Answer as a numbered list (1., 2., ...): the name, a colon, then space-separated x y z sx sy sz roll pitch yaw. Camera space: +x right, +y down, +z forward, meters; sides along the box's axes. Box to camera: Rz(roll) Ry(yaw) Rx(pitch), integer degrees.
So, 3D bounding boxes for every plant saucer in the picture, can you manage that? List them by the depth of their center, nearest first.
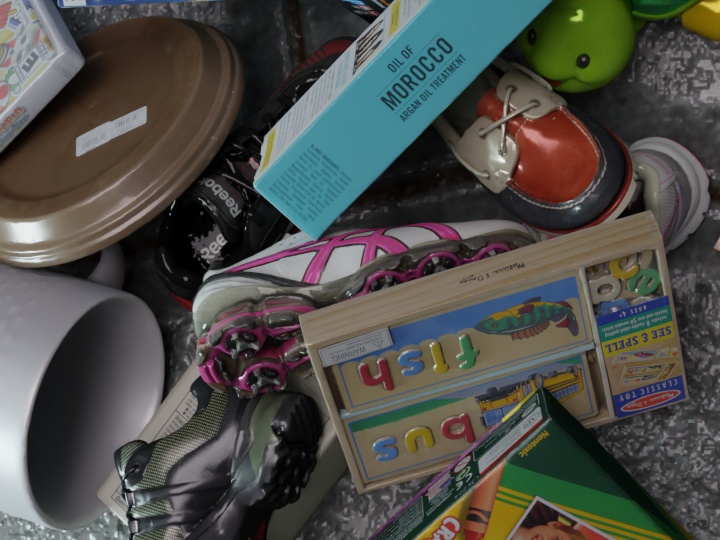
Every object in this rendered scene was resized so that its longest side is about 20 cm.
1. plant saucer: -0.162 -0.087 1.213 0.199 0.030 0.201 -20 41 18

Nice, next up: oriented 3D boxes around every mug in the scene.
1. mug: -0.222 0.043 1.232 0.174 0.148 0.201 14 64 25

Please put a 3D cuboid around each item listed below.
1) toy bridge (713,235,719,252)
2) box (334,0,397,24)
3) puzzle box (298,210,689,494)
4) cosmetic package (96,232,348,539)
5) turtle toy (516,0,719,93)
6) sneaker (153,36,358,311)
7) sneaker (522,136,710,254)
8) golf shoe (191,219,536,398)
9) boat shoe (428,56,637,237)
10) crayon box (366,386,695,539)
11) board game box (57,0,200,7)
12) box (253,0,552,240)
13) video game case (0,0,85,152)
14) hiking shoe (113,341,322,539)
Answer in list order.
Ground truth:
1. toy bridge: 0.254 -0.097 1.128 0.067 0.027 0.201 30 95 21
2. box: 0.013 -0.231 1.135 0.046 0.200 0.160 6 86 21
3. puzzle box: 0.076 0.049 1.089 0.199 0.133 0.026 -17 44 2
4. cosmetic package: -0.055 0.089 1.194 0.103 0.073 0.200 41 98 18
5. turtle toy: 0.157 -0.192 1.132 0.145 0.101 0.201 27 94 20
6. sneaker: -0.057 -0.057 1.195 0.071 0.098 0.201 40 98 14
7. sneaker: 0.114 0.002 1.134 0.081 0.088 0.200 38 98 19
8. golf shoe: 0.000 0.000 1.106 0.199 0.073 0.092 -14 44 5
9. boat shoe: 0.082 -0.083 1.117 0.071 0.063 0.200 -47 38 3
10. crayon box: 0.087 0.195 1.103 0.200 0.058 0.173 -43 102 11
11. board game box: -0.079 -0.201 1.169 0.134 0.200 0.035 1 113 20
12. box: 0.026 -0.112 1.087 0.049 0.082 0.200 41 109 -14
13. video game case: -0.270 -0.124 1.270 0.182 0.023 0.200 -44 44 11
14. hiking shoe: -0.103 0.145 1.138 0.100 0.076 0.201 28 86 27
